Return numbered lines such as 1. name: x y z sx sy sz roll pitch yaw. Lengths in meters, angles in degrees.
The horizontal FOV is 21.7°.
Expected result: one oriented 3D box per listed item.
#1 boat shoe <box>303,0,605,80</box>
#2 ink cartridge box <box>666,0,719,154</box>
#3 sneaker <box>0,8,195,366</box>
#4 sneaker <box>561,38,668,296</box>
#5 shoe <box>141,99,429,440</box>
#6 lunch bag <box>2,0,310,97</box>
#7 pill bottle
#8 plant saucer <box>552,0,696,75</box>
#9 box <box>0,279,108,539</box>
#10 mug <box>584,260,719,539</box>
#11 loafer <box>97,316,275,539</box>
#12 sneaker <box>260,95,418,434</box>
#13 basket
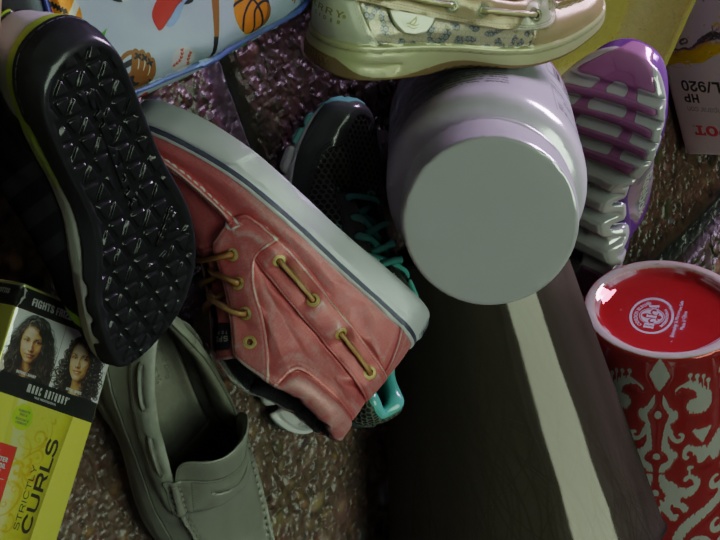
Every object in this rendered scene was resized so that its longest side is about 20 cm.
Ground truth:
1. boat shoe: 0.061 -0.152 1.052 0.199 0.073 0.063 -15 126 -34
2. ink cartridge box: 0.309 -0.201 1.369 0.145 0.146 0.201 -40 123 -36
3. sneaker: -0.139 -0.047 0.907 0.072 0.082 0.201 -38 135 -34
4. sneaker: 0.166 -0.080 1.250 0.089 0.080 0.201 -48 157 -39
5. shoe: -0.062 0.002 1.007 0.200 0.071 0.091 39 72 -11
6. lunch bag: -0.114 -0.180 0.961 0.200 0.075 0.161 -34 117 -39
7. pill bottle: 0.071 -0.061 1.076 0.200 0.112 0.114 -85 164 -69
8. plant saucer: 0.157 -0.182 1.228 0.199 0.048 0.201 -27 147 -43
9. box: -0.187 0.109 0.938 0.075 0.050 0.202 28 75 -47
10. mug: 0.193 0.093 1.282 0.132 0.178 0.201 -12 127 -11
11. loafer: -0.091 0.100 1.026 0.070 0.069 0.201 -47 126 -31
12. sneaker: 0.000 0.000 1.099 0.077 0.091 0.202 -2 97 -48
13. basket: 0.085 0.081 1.172 0.136 0.179 0.202 -73 152 -80
